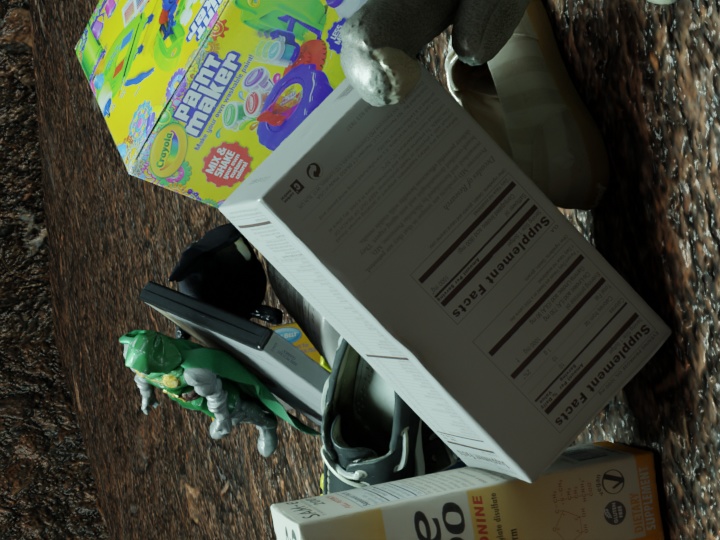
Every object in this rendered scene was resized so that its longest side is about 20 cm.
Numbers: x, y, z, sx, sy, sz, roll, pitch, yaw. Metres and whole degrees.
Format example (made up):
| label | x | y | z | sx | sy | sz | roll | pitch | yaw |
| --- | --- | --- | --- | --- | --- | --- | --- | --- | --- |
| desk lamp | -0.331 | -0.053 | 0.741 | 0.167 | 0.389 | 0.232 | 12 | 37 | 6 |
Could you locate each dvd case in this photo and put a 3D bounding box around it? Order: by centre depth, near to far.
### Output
| label | x | y | z | sx | sy | sz | roll | pitch | yaw |
| --- | --- | --- | --- | --- | --- | --- | --- | --- | --- |
| dvd case | -0.043 | 0.075 | 1.428 | 0.143 | 0.018 | 0.200 | 19 | 165 | 49 |

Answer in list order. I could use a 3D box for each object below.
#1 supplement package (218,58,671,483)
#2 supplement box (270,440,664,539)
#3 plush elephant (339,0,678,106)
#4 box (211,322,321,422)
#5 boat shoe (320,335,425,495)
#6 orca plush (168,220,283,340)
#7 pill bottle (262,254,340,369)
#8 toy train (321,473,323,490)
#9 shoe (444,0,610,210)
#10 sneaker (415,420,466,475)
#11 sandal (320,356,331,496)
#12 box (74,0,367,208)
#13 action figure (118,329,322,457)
| label | x | y | z | sx | sy | sz | roll | pitch | yaw |
| --- | --- | --- | --- | --- | --- | --- | --- | --- | --- |
| supplement package | 0.042 | -0.001 | 1.093 | 0.200 | 0.110 | 0.114 | 46 | 170 | -10 |
| supplement box | 0.062 | 0.171 | 1.128 | 0.074 | 0.200 | 0.126 | -175 | 75 | -75 |
| plush elephant | 0.072 | -0.184 | 0.976 | 0.155 | 0.200 | 0.165 | -6 | 108 | 54 |
| box | -0.056 | 0.080 | 1.698 | 0.200 | 0.119 | 0.042 | 131 | 128 | -72 |
| boat shoe | 0.004 | 0.094 | 1.294 | 0.076 | 0.060 | 0.200 | 29 | 125 | 28 |
| orca plush | -0.081 | 0.007 | 1.506 | 0.200 | 0.071 | 0.105 | 100 | -165 | -71 |
| pill bottle | 0.000 | 0.000 | 1.434 | 0.200 | 0.114 | 0.114 | -133 | 36 | -65 |
| toy train | -0.011 | 0.213 | 1.742 | 0.150 | 0.056 | 0.200 | -131 | 34 | -64 |
| shoe | 0.078 | -0.109 | 1.172 | 0.070 | 0.053 | 0.200 | 95 | 160 | -45 |
| sneaker | 0.054 | 0.099 | 1.358 | 0.078 | 0.090 | 0.200 | 49 | 133 | 20 |
| sandal | 0.014 | 0.138 | 1.560 | 0.087 | 0.079 | 0.200 | -159 | 58 | -69 |
| box | -0.083 | -0.171 | 1.452 | 0.200 | 0.122 | 0.193 | -57 | 31 | 19 |
| action figure | -0.111 | 0.078 | 1.431 | 0.055 | 0.118 | 0.200 | -70 | -25 | -12 |
